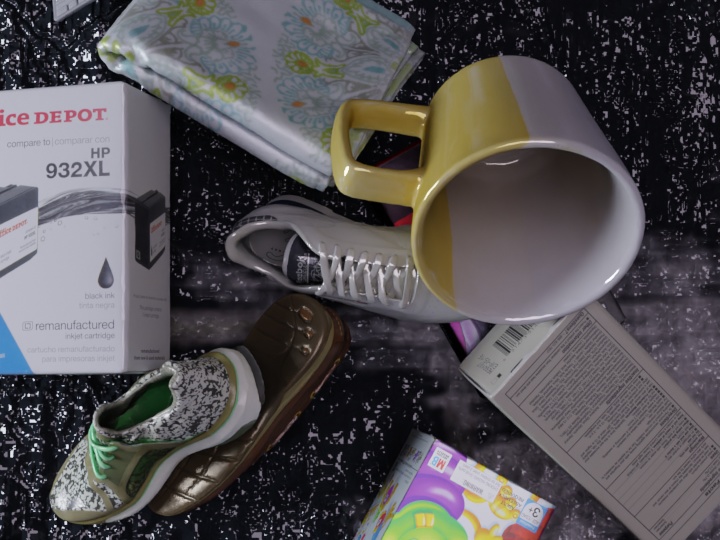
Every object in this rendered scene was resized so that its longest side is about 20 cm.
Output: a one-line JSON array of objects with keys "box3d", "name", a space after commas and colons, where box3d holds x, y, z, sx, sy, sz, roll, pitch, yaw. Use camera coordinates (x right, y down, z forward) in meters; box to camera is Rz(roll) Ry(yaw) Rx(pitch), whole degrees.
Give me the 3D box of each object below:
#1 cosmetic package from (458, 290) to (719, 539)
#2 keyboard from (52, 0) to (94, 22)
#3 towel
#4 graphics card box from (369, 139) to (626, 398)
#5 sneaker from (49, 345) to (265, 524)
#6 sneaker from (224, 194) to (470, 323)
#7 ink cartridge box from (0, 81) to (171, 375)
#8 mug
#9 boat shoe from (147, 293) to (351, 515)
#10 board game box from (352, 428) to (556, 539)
[{"box3d": [0.179, 0.106, 0.870, 0.104, 0.073, 0.200, -46, 110, -1], "name": "cosmetic package"}, {"box3d": [-0.145, -0.248, 0.891, 0.200, 0.056, 0.011, -29, 124, 6], "name": "keyboard"}, {"box3d": [-0.065, -0.165, 0.876, 0.200, 0.048, 0.171, 31, 52, -2], "name": "towel"}, {"box3d": [0.099, -0.016, 0.916, 0.125, 0.051, 0.200, -28, 89, -7], "name": "graphics card box"}, {"box3d": [-0.164, 0.111, 0.833, 0.200, 0.089, 0.077, -38, 56, 23], "name": "sneaker"}, {"box3d": [0.000, 0.000, 0.862, 0.199, 0.080, 0.077, 12, 102, 16], "name": "sneaker"}, {"box3d": [-0.217, -0.026, 0.852, 0.145, 0.084, 0.201, -2, 85, 13], "name": "ink cartridge box"}, {"box3d": [0.091, -0.078, 0.804, 0.149, 0.153, 0.186, -37, 122, 26], "name": "mug"}, {"box3d": [-0.080, 0.107, 0.877, 0.200, 0.068, 0.072, -48, 57, 9], "name": "boat shoe"}, {"box3d": [0.041, 0.230, 0.864, 0.103, 0.105, 0.200, 30, 84, -3], "name": "board game box"}]
